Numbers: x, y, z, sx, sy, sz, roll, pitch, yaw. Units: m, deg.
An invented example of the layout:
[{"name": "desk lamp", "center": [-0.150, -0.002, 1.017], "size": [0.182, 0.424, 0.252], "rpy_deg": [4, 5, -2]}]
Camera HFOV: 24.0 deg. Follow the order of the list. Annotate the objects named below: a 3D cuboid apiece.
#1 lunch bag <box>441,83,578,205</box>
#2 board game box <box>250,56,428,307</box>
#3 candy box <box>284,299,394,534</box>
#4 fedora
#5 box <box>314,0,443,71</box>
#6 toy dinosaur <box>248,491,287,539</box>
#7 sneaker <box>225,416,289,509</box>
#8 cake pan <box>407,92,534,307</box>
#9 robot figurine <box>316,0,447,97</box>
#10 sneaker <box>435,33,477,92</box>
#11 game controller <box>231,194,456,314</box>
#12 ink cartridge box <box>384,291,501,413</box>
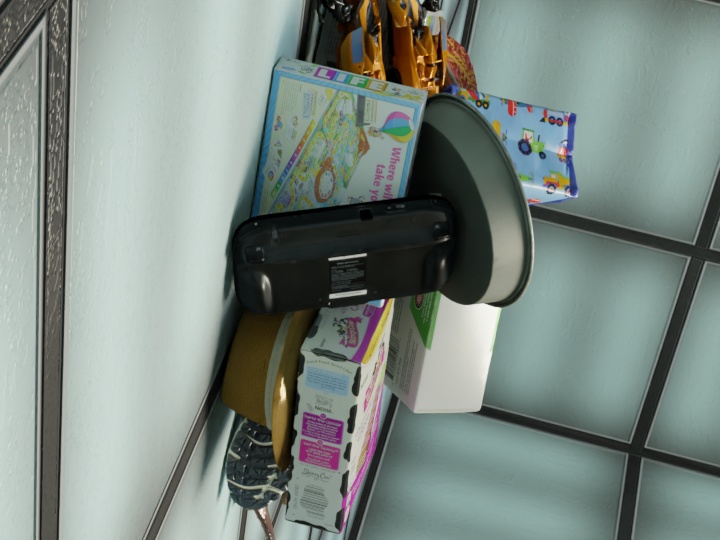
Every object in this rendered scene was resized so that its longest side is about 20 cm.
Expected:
[{"name": "lunch bag", "center": [0.106, -0.102, 1.733], "size": [0.200, 0.149, 0.095], "rpy_deg": [-26, -122, 59]}, {"name": "board game box", "center": [-0.024, -0.076, 1.502], "size": [0.034, 0.133, 0.202], "rpy_deg": [-66, 169, -62]}, {"name": "candy box", "center": [-0.018, 0.123, 1.584], "size": [0.137, 0.060, 0.202], "rpy_deg": [-64, 163, -55]}, {"name": "fedora", "center": [-0.082, 0.091, 1.604], "size": [0.201, 0.081, 0.203], "rpy_deg": [13, 90, -81]}, {"name": "box", "center": [0.019, -0.229, 1.753], "size": [0.200, 0.100, 0.114], "rpy_deg": [-47, 151, -79]}, {"name": "toy dinosaur", "center": [-0.086, 0.194, 1.836], "size": [0.136, 0.085, 0.202], "rpy_deg": [92, 18, -64]}, {"name": "sneaker", "center": [-0.086, 0.149, 1.757], "size": [0.086, 0.077, 0.202], "rpy_deg": [146, -39, -86]}, {"name": "cake pan", "center": [0.085, -0.057, 1.516], "size": [0.200, 0.036, 0.202], "rpy_deg": [46, -33, 43]}, {"name": "robot figurine", "center": [0.028, -0.234, 1.593], "size": [0.144, 0.058, 0.203], "rpy_deg": [-14, 107, -35]}, {"name": "sneaker", "center": [0.089, -0.169, 1.753], "size": [0.201, 0.076, 0.074], "rpy_deg": [67, 18, -56]}, {"name": "game controller", "center": [-0.013, -0.012, 1.476], "size": [0.105, 0.197, 0.042], "rpy_deg": [92, -12, -48]}, {"name": "ink cartridge box", "center": [0.058, 0.040, 1.747], "size": [0.200, 0.082, 0.148], "rpy_deg": [41, -55, 57]}]
